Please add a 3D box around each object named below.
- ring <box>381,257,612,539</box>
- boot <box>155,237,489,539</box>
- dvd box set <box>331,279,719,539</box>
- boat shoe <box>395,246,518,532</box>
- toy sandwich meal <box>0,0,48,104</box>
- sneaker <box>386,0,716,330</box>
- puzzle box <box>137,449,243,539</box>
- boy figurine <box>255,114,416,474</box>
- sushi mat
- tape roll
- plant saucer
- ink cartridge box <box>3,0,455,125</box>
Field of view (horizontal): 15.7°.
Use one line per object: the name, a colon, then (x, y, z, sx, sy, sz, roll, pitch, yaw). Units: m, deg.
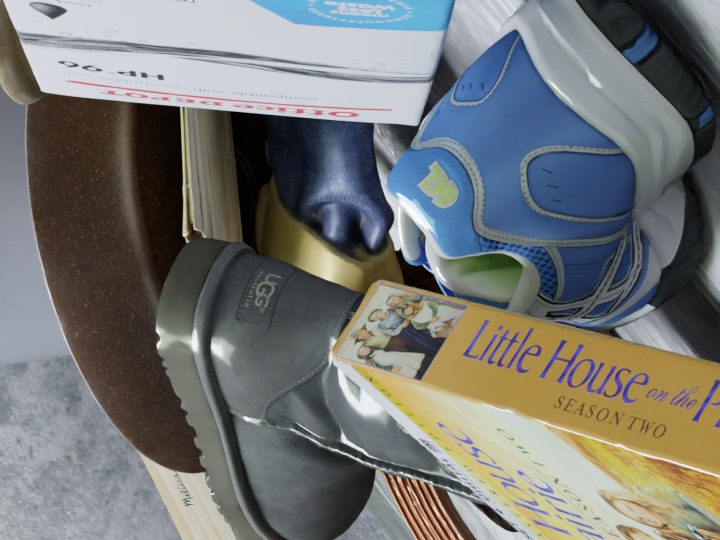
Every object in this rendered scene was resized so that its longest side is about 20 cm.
ring: (0.063, 0.084, 1.031, 0.200, 0.019, 0.201, 36, 141, 35)
boot: (0.043, 0.062, 0.864, 0.199, 0.073, 0.182, 10, 156, 20)
dvd box set: (0.098, 0.066, 0.634, 0.146, 0.029, 0.200, 43, 164, -33)
boat shoe: (0.028, 0.029, 1.146, 0.200, 0.073, 0.075, 45, 173, 25)
toy sandwich meal: (-0.117, -0.142, 0.830, 0.205, 0.070, 0.206, 7, -90, -85)
sneaker: (0.046, -0.020, 0.713, 0.076, 0.077, 0.200, 50, 175, 18)
puzzle box: (-0.059, 0.034, 1.056, 0.133, 0.025, 0.200, -66, -40, -52)
boy figurine: (0.000, 0.000, 0.964, 0.124, 0.064, 0.200, 44, 151, 52)
sushi mat: (-0.058, -0.092, 0.941, 0.096, 0.012, 0.201, 67, -162, -72)
tape roll: (-0.158, -0.060, 1.093, 0.200, 0.066, 0.201, 169, 90, -81)
plant saucer: (-0.062, -0.024, 0.998, 0.200, 0.034, 0.201, -11, -90, -67)
ink cartridge box: (-0.033, -0.086, 0.707, 0.200, 0.116, 0.068, 100, 176, -82)
